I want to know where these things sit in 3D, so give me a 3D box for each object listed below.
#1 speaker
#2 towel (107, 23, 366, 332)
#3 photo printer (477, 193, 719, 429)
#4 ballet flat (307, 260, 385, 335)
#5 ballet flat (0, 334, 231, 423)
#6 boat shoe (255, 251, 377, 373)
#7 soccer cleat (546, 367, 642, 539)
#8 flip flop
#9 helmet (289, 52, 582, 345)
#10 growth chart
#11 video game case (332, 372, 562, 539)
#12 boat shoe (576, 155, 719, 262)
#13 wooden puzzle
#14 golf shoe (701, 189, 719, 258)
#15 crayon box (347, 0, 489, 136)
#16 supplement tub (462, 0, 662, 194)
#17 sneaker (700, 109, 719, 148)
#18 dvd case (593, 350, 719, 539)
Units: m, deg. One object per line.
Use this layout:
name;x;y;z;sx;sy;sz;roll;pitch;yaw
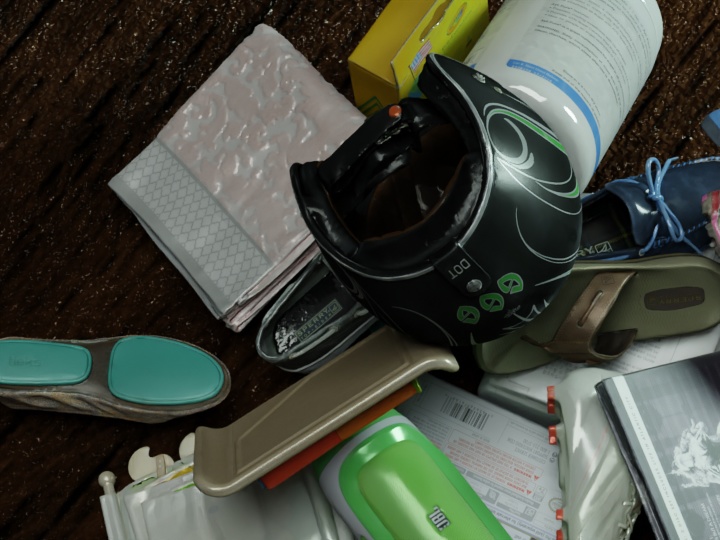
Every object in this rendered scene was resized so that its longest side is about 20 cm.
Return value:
speaker;0.052;0.194;1.600;0.088;0.088;0.200;-35;68;-11
towel;-0.087;-0.078;1.756;0.191;0.032;0.200;-45;52;3
photo printer;0.203;0.041;1.713;0.166;0.069;0.200;20;69;13
ballet flat;0.005;-0.004;1.760;0.072;0.072;0.200;-34;70;-10
ballet flat;-0.196;0.086;1.726;0.199;0.067;0.068;7;61;7
boat shoe;-0.002;-0.002;1.681;0.199;0.068;0.074;-39;71;10
soccer cleat;0.177;0.167;1.601;0.077;0.069;0.201;-3;74;4
flip flop;0.180;0.036;1.632;0.199;0.081;0.058;-8;28;-4
helmet;0.062;-0.044;1.562;0.200;0.191;0.201;-8;73;25
growth chart;-0.102;0.183;1.675;0.200;0.018;0.145;-14;58;11
video game case;0.089;0.196;1.666;0.200;0.045;0.182;24;70;14
boat shoe;0.203;-0.030;1.668;0.200;0.069;0.084;-30;66;-9
wooden puzzle;-0.026;0.100;1.609;0.200;0.185;0.037;-28;99;1
golf shoe;0.330;0.018;1.635;0.092;0.073;0.200;-25;106;17
crayon box;0.049;-0.168;1.746;0.051;0.200;0.127;30;71;17
supplement tub;0.147;-0.146;1.731;0.132;0.132;0.200;22;45;13
sneaker;0.351;-0.084;1.680;0.200;0.066;0.079;35;101;32
dvd case;0.271;0.132;1.627;0.200;0.016;0.149;-10;72;-38
